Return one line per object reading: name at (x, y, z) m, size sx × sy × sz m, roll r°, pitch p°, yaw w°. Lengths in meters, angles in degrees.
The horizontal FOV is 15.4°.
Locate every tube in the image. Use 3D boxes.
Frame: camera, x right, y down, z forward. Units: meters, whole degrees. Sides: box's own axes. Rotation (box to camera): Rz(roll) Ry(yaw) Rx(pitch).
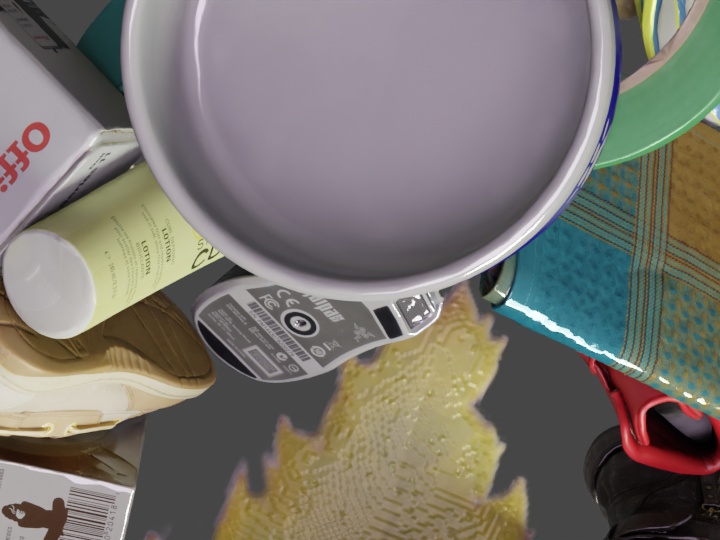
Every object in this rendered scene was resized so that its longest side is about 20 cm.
tube at (-0.084, -0.028, 1.213) m, size 0.052 × 0.200 × 0.058 m, roll 44°, pitch 125°, yaw 9°

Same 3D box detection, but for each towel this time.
towel at (0.143, -0.010, 1.227) m, size 0.200 × 0.147 × 0.022 m, roll 27°, pitch 148°, yaw -28°

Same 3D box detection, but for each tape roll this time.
tape roll at (0.082, -0.142, 1.141) m, size 0.200 × 0.048 × 0.201 m, roll 0°, pitch 92°, yaw 10°

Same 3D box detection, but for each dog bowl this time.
dog bowl at (0.007, -0.088, 1.093) m, size 0.200 × 0.079 × 0.201 m, roll 0°, pitch 92°, yaw 11°

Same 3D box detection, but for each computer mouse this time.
computer mouse at (0.000, 0.000, 1.261) m, size 0.200 × 0.044 × 0.110 m, roll -18°, pitch 126°, yaw 40°

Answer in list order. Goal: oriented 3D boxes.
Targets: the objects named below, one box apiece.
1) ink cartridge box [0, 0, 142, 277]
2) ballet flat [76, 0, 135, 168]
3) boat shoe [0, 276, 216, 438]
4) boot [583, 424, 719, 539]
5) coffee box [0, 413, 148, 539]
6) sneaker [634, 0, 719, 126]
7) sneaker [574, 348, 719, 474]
ink cartridge box at (-0.213, -0.079, 1.204) m, size 0.147 × 0.083 × 0.200 m, roll -45°, pitch 81°, yaw 13°
ballet flat at (-0.119, -0.074, 1.263) m, size 0.200 × 0.071 × 0.065 m, roll -41°, pitch 132°, yaw 15°
boat shoe at (-0.139, 0.043, 1.239) m, size 0.069 × 0.200 × 0.074 m, roll -37°, pitch 71°, yaw 19°
boot at (0.195, 0.140, 1.275) m, size 0.200 × 0.174 × 0.069 m, roll 6°, pitch 109°, yaw -3°
coffee box at (-0.209, 0.093, 1.285) m, size 0.200 × 0.114 × 0.080 m, roll 13°, pitch 110°, yaw -4°
sneaker at (0.165, -0.153, 1.208) m, size 0.076 × 0.105 × 0.200 m, roll -5°, pitch 109°, yaw 1°
sneaker at (0.121, 0.013, 1.260) m, size 0.078 × 0.116 × 0.200 m, roll -41°, pitch 106°, yaw 12°
